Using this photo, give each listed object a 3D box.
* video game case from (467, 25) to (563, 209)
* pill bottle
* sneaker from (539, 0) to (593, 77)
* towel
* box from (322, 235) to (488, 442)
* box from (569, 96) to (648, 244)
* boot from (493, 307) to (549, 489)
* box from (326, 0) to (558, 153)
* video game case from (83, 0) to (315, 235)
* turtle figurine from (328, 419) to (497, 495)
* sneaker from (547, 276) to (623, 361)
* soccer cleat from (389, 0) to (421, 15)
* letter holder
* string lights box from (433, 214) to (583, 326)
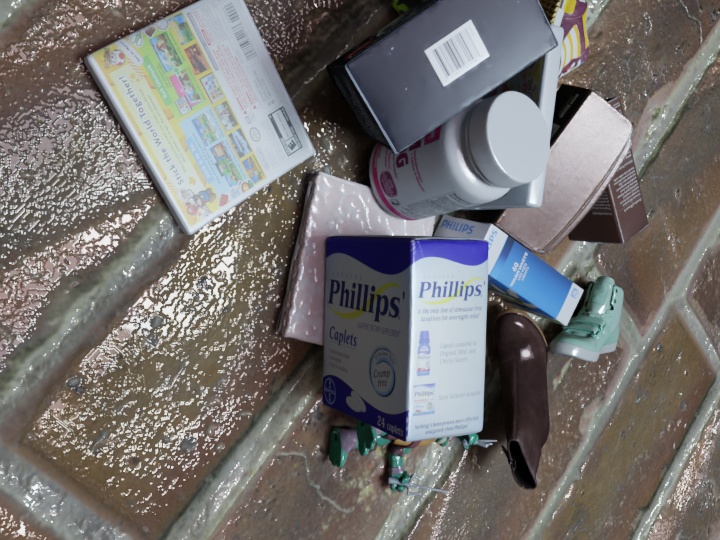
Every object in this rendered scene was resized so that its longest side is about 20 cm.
[{"bbox_3d":[0.176,-0.178,0.879,0.023,0.182,0.203,7,91,-20],"label":"video game case"},{"bbox_3d":[0.108,-0.127,0.809,0.112,0.199,0.115,5,81,-34],"label":"pill bottle"},{"bbox_3d":[0.254,-0.273,0.933,0.089,0.075,0.202,24,83,-27],"label":"sneaker"},{"bbox_3d":[0.000,0.000,0.878,0.189,0.032,0.203,15,86,-33],"label":"towel"},{"bbox_3d":[0.043,0.063,0.784,0.104,0.183,0.203,0,93,-31],"label":"box"},{"bbox_3d":[0.345,-0.145,1.052,0.074,0.100,0.202,-28,110,-28],"label":"box"},{"bbox_3d":[0.222,0.172,0.976,0.167,0.071,0.202,-63,139,-56],"label":"boot"},{"bbox_3d":[0.076,-0.232,0.773,0.199,0.182,0.105,-34,107,1],"label":"box"},{"bbox_3d":[-0.161,-0.171,0.760,0.181,0.023,0.202,-37,114,-25],"label":"video game case"},{"bbox_3d":[0.066,0.217,0.908,0.198,0.101,0.150,11,130,-32],"label":"turtle figurine"},{"bbox_3d":[0.337,0.067,1.066,0.199,0.073,0.120,-5,103,-55],"label":"sneaker"},{"bbox_3d":[0.082,-0.334,0.892,0.201,0.064,0.084,57,28,-15],"label":"soccer cleat"},{"bbox_3d":[0.274,-0.118,0.943,0.141,0.101,0.201,33,102,-14],"label":"letter holder"},{"bbox_3d":[0.197,-0.001,0.964,0.199,0.102,0.059,29,86,-31],"label":"string lights box"}]
